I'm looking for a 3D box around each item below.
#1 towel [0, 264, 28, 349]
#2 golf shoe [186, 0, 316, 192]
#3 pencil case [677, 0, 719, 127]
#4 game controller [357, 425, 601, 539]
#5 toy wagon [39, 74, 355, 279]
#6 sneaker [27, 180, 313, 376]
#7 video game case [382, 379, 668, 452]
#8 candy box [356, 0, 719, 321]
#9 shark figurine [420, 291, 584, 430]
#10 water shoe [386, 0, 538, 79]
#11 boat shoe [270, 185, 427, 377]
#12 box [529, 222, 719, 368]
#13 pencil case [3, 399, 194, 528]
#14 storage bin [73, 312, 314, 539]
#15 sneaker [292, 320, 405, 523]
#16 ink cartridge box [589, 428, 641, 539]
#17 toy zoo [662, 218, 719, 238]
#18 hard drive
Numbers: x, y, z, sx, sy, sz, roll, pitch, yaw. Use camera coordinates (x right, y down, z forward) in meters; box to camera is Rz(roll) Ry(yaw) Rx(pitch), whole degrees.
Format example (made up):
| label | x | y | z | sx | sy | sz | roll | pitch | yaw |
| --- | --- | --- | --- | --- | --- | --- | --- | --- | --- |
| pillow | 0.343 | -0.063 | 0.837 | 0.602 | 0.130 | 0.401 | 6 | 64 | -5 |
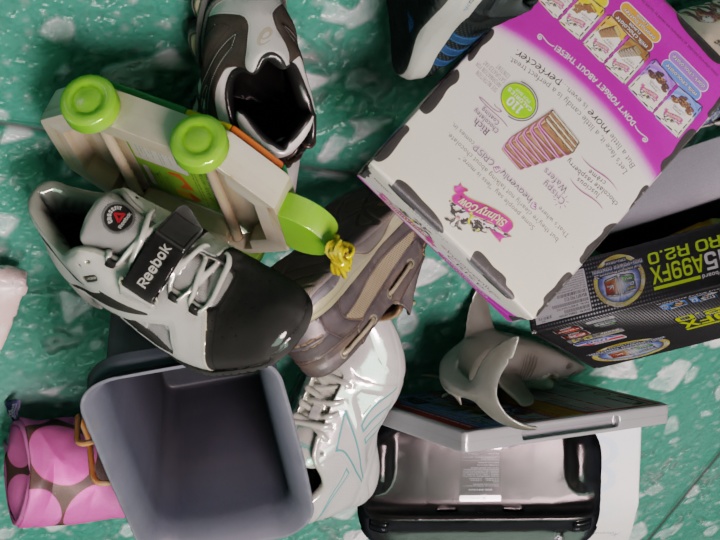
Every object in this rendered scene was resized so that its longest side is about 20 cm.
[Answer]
| label | x | y | z | sx | sy | sz | roll | pitch | yaw |
| --- | --- | --- | --- | --- | --- | --- | --- | --- | --- |
| towel | -0.342 | 0.054 | 0.907 | 0.198 | 0.032 | 0.192 | 8 | 130 | -30 |
| golf shoe | -0.067 | -0.084 | 0.842 | 0.077 | 0.095 | 0.201 | -15 | 139 | -10 |
| pencil case | 0.177 | -0.116 | 0.919 | 0.198 | 0.090 | 0.078 | -17 | 175 | -8 |
| game controller | 0.096 | 0.172 | 1.111 | 0.198 | 0.042 | 0.106 | 0 | 93 | 0 |
| toy wagon | -0.090 | -0.049 | 0.813 | 0.198 | 0.040 | 0.155 | 20 | 162 | 12 |
| sneaker | -0.120 | -0.001 | 0.797 | 0.074 | 0.199 | 0.089 | -60 | 146 | -19 |
| video game case | 0.122 | 0.111 | 1.088 | 0.198 | 0.143 | 0.018 | -3 | 97 | -31 |
| candy box | 0.113 | -0.087 | 0.838 | 0.136 | 0.061 | 0.200 | 43 | 81 | -4 |
| shark figurine | 0.094 | 0.059 | 1.058 | 0.127 | 0.091 | 0.214 | 6 | -175 | 19 |
| water shoe | 0.063 | -0.152 | 0.774 | 0.078 | 0.072 | 0.200 | -5 | 179 | -9 |
| boat shoe | 0.000 | 0.000 | 0.906 | 0.074 | 0.200 | 0.074 | -2 | 119 | 38 |
| box | 0.234 | 0.016 | 0.979 | 0.198 | 0.045 | 0.160 | -15 | 161 | 21 |
| pencil case | -0.167 | 0.141 | 1.036 | 0.198 | 0.094 | 0.092 | 1 | 88 | -24 |
| storage bin | -0.117 | 0.079 | 0.926 | 0.144 | 0.135 | 0.201 | -10 | 136 | 0 |
| sneaker | -0.019 | 0.109 | 1.039 | 0.080 | 0.070 | 0.202 | -23 | 129 | -46 |
| ink cartridge box | 0.151 | 0.216 | 1.159 | 0.158 | 0.047 | 0.202 | -1 | 102 | -2 |
| toy zoo | 0.252 | -0.001 | 1.047 | 0.130 | 0.021 | 0.199 | 6 | 157 | -39 |
| hard drive | 0.248 | -0.057 | 0.979 | 0.198 | 0.043 | 0.135 | -19 | 164 | 22 |
